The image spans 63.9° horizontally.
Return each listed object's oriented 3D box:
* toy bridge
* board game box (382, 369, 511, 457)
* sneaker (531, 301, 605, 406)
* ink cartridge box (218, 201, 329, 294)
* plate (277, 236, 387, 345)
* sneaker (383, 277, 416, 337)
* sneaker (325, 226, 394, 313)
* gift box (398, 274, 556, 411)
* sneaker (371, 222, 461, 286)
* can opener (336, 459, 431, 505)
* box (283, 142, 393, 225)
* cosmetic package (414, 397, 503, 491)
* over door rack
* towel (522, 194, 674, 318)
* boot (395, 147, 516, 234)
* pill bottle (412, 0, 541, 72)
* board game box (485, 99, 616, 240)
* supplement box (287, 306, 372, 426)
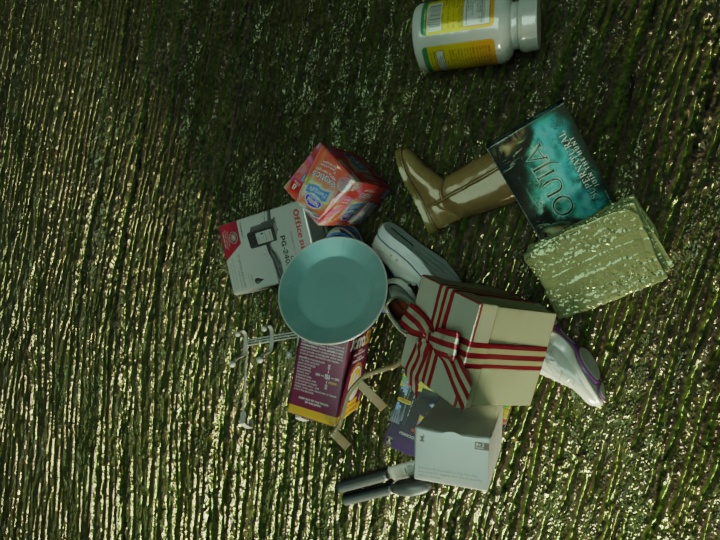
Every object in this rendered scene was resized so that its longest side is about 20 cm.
[{"bbox_3d":[0.018,0.216,1.012,0.067,0.027,0.200,44,85,-1],"label":"toy bridge"},{"bbox_3d":[0.157,0.269,1.043,0.199,0.057,0.166,18,98,20],"label":"board game box"},{"bbox_3d":[0.324,0.150,0.972,0.200,0.075,0.100,52,122,16],"label":"sneaker"},{"bbox_3d":[-0.163,-0.045,1.140,0.199,0.083,0.146,-15,87,22],"label":"ink cartridge box"},{"bbox_3d":[-0.047,0.036,1.011,0.199,0.026,0.202,-5,66,12],"label":"plate"},{"bbox_3d":[0.104,0.103,1.027,0.200,0.079,0.074,44,106,-10],"label":"sneaker"},{"bbox_3d":[0.000,0.000,1.079,0.074,0.082,0.200,-41,80,17],"label":"sneaker"},{"bbox_3d":[0.176,0.126,0.923,0.184,0.186,0.201,20,99,61],"label":"gift box"},{"bbox_3d":[0.103,-0.003,1.053,0.200,0.073,0.071,44,128,17],"label":"sneaker"},{"bbox_3d":[0.042,0.404,1.094,0.199,0.066,0.053,-22,86,26],"label":"can opener"},{"bbox_3d":[-0.033,-0.146,1.021,0.095,0.200,0.103,47,108,11],"label":"box"},{"bbox_3d":[0.159,0.262,0.904,0.112,0.200,0.082,3,94,21],"label":"cosmetic package"},{"bbox_3d":[-0.184,0.207,1.151,0.147,0.067,0.202,-12,75,22],"label":"over door rack"},{"bbox_3d":[0.383,-0.016,0.938,0.199,0.036,0.149,-29,96,20],"label":"towel"},{"bbox_3d":[0.181,-0.175,1.012,0.199,0.066,0.176,-25,95,21],"label":"boot"},{"bbox_3d":[0.195,-0.400,0.966,0.199,0.113,0.114,0,93,22],"label":"pill bottle"},{"bbox_3d":[0.310,-0.151,0.933,0.135,0.028,0.200,-30,108,20],"label":"board game box"},{"bbox_3d":[-0.052,0.167,1.082,0.103,0.131,0.202,12,97,19],"label":"supplement box"}]
